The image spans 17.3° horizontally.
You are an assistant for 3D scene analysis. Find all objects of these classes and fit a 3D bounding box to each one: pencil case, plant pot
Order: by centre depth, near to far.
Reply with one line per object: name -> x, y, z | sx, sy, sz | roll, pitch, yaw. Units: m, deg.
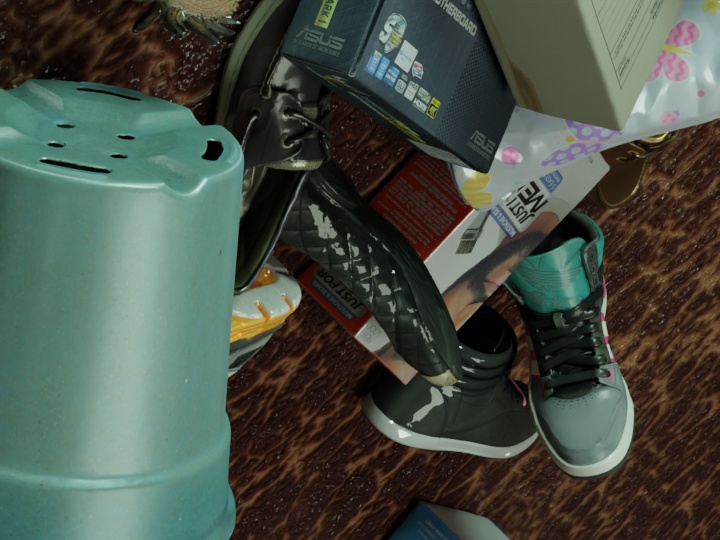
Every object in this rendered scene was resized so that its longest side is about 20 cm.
plant pot -> -0.144, 0.021, 1.158 | 0.200, 0.200, 0.196 | -13, 122, -47
pencil case -> 0.138, -0.107, 1.428 | 0.200, 0.091, 0.083 | -21, 179, 8

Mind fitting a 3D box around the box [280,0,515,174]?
box -> 0.045, -0.155, 1.303 | 0.200, 0.051, 0.158 | 31, 80, -63

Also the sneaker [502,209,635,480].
sneaker -> 0.139, 0.034, 1.620 | 0.083, 0.200, 0.121 | -16, 140, 11

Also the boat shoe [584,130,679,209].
boat shoe -> 0.178, -0.102, 1.595 | 0.072, 0.068, 0.200 | -36, 151, -21

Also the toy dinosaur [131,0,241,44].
toy dinosaur -> -0.080, -0.179, 1.114 | 0.136, 0.086, 0.200 | -41, 147, 3

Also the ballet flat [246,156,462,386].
ballet flat -> 0.000, 0.000, 1.426 | 0.057, 0.067, 0.200 | -29, 122, 18

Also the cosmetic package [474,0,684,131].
cosmetic package -> 0.110, -0.176, 1.275 | 0.105, 0.071, 0.200 | -62, 151, -23

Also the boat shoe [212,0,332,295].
boat shoe -> -0.046, -0.076, 1.311 | 0.072, 0.065, 0.200 | -4, 129, -50

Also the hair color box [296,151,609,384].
hair color box -> 0.063, -0.031, 1.530 | 0.200, 0.064, 0.111 | -46, 153, 0

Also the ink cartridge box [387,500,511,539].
ink cartridge box -> 0.060, 0.311, 1.889 | 0.200, 0.147, 0.146 | -51, 153, 8

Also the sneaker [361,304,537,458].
sneaker -> 0.094, 0.077, 1.706 | 0.200, 0.071, 0.099 | 5, 128, -52

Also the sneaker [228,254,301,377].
sneaker -> -0.119, 0.045, 1.361 | 0.200, 0.078, 0.077 | -13, 147, -45
